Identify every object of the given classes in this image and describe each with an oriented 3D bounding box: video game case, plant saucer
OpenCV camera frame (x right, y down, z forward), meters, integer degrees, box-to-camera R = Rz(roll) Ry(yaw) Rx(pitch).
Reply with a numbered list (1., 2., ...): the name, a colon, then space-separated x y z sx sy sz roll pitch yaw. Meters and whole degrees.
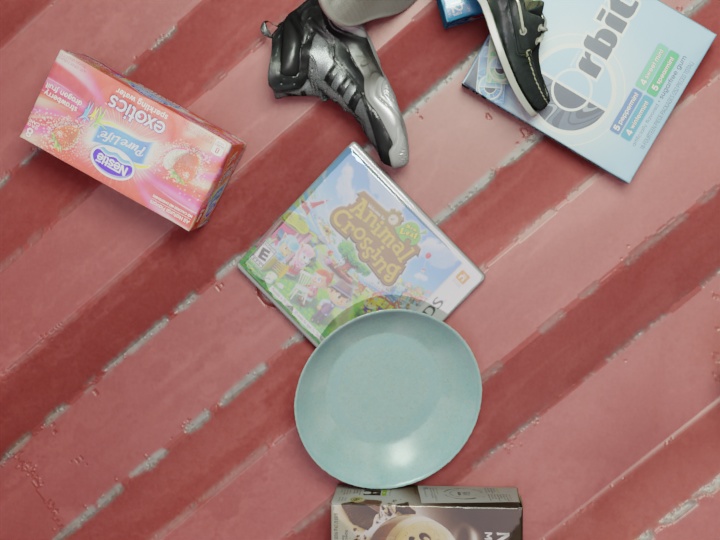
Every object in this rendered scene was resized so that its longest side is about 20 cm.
1. video game case: 0.000 0.000 1.290 0.200 0.022 0.182 45 97 -1
2. plant saucer: 0.027 0.129 1.275 0.198 0.039 0.204 -4 111 -9

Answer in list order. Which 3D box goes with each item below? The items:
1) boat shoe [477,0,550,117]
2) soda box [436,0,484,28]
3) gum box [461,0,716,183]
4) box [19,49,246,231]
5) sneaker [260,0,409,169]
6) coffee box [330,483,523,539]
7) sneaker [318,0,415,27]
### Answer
1. boat shoe: 0.147 -0.243 1.166 0.060 0.076 0.201 -22 117 13
2. soda box: 0.087 -0.351 1.225 0.063 0.068 0.203 -15 94 3
3. gum box: 0.229 -0.213 1.242 0.198 0.045 0.171 31 97 1
4. box: -0.230 -0.133 1.255 0.198 0.095 0.104 30 98 1
5. sneaker: -0.028 -0.183 1.250 0.113 0.075 0.202 -24 88 7
6. coffee box: 0.070 0.289 1.284 0.197 0.080 0.115 0 95 4
7. sneaker: -0.013 -0.297 1.187 0.099 0.200 0.071 46 118 9
